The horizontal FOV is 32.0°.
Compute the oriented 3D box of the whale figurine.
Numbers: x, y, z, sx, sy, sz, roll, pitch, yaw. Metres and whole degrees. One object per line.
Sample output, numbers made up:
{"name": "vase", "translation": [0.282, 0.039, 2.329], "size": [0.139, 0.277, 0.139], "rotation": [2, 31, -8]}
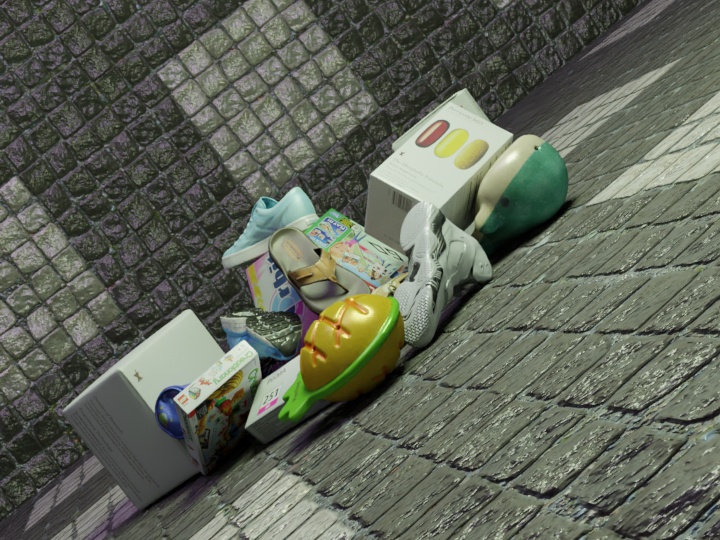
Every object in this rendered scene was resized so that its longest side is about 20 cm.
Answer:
{"name": "whale figurine", "translation": [0.211, -0.084, 1.695], "size": [0.159, 0.103, 0.201], "rotation": [-43, -17, -46]}

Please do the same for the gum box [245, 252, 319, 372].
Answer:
{"name": "gum box", "translation": [-0.091, 0.053, 1.844], "size": [0.113, 0.202, 0.066], "rotation": [-33, -26, 34]}

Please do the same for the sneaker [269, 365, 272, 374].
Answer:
{"name": "sneaker", "translation": [-0.071, 0.119, 1.933], "size": [0.200, 0.074, 0.085], "rotation": [-45, 6, 32]}

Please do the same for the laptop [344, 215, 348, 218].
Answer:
{"name": "laptop", "translation": [-0.087, 0.036, 2.067], "size": [0.186, 0.117, 0.200], "rotation": [-29, -12, -22]}

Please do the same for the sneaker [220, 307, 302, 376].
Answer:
{"name": "sneaker", "translation": [-0.133, 0.107, 1.777], "size": [0.077, 0.091, 0.199], "rotation": [-13, 9, -24]}

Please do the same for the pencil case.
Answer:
{"name": "pencil case", "translation": [-0.208, 0.185, 1.831], "size": [0.199, 0.078, 0.087], "rotation": [-14, -27, -53]}

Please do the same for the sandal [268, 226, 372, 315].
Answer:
{"name": "sandal", "translation": [-0.061, -0.006, 1.696], "size": [0.081, 0.200, 0.055], "rotation": [-33, -38, -13]}

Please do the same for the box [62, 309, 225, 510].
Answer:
{"name": "box", "translation": [-0.300, 0.211, 1.923], "size": [0.171, 0.201, 0.199], "rotation": [-36, 5, 37]}

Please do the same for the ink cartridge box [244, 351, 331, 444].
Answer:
{"name": "ink cartridge box", "translation": [-0.058, 0.120, 1.670], "size": [0.199, 0.043, 0.175], "rotation": [-35, 25, 32]}

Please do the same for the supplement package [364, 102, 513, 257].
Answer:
{"name": "supplement package", "translation": [0.108, -0.120, 1.717], "size": [0.200, 0.113, 0.110], "rotation": [-45, -25, -37]}

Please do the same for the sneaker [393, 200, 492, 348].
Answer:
{"name": "sneaker", "translation": [0.106, 0.017, 1.557], "size": [0.075, 0.114, 0.202], "rotation": [-33, 41, 42]}

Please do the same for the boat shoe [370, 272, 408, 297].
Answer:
{"name": "boat shoe", "translation": [0.067, 0.032, 1.662], "size": [0.062, 0.074, 0.200], "rotation": [-37, 4, 29]}

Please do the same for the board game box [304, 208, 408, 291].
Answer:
{"name": "board game box", "translation": [0.000, 0.000, 1.784], "size": [0.134, 0.199, 0.029], "rotation": [-43, -24, -44]}

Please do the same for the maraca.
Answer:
{"name": "maraca", "translation": [-0.026, 0.105, 1.489], "size": [0.200, 0.107, 0.137], "rotation": [-42, 12, 19]}

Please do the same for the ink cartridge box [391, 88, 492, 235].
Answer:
{"name": "ink cartridge box", "translation": [0.164, -0.163, 1.962], "size": [0.145, 0.201, 0.084], "rotation": [-36, 4, 14]}

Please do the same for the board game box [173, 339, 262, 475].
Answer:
{"name": "board game box", "translation": [-0.189, 0.192, 1.730], "size": [0.126, 0.035, 0.201], "rotation": [-41, -24, -22]}

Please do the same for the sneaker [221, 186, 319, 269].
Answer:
{"name": "sneaker", "translation": [-0.143, -0.066, 1.910], "size": [0.199, 0.083, 0.074], "rotation": [-26, -10, 34]}
